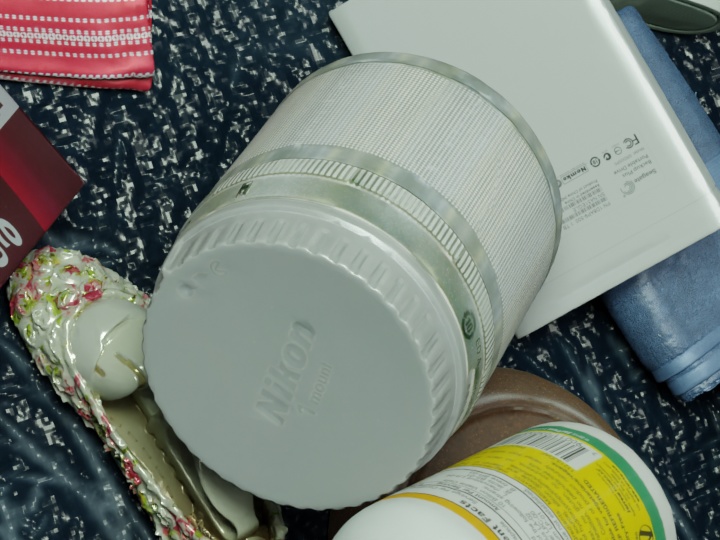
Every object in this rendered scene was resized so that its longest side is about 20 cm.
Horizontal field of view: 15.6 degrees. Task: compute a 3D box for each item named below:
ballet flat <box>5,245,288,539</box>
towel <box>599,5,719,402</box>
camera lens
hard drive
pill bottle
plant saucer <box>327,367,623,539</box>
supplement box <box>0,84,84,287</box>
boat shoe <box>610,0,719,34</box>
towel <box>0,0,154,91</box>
[{"bbox_3d":[-0.096,0.067,1.282,0.076,0.064,0.200,-39,96,-27],"label":"ballet flat"},{"bbox_3d":[0.157,-0.035,1.436,0.112,0.049,0.200,-33,94,-27],"label":"towel"},{"bbox_3d":[0.000,0.000,1.259,0.160,0.160,0.200,47,35,-9],"label":"camera lens"},{"bbox_3d":[0.089,-0.082,1.379,0.200,0.132,0.027,59,19,-3],"label":"hard drive"},{"bbox_3d":[0.051,0.147,1.207,0.200,0.113,0.113,-20,87,-51],"label":"pill bottle"},{"bbox_3d":[0.080,0.146,1.366,0.200,0.034,0.201,7,75,-25],"label":"plant saucer"},{"bbox_3d":[-0.223,-0.011,1.203,0.109,0.061,0.200,50,45,-18],"label":"supplement box"},{"bbox_3d":[0.119,-0.186,1.442,0.200,0.076,0.061,18,70,-32],"label":"boat shoe"},{"bbox_3d":[-0.171,-0.194,1.329,0.144,0.022,0.201,3,77,-24],"label":"towel"}]
